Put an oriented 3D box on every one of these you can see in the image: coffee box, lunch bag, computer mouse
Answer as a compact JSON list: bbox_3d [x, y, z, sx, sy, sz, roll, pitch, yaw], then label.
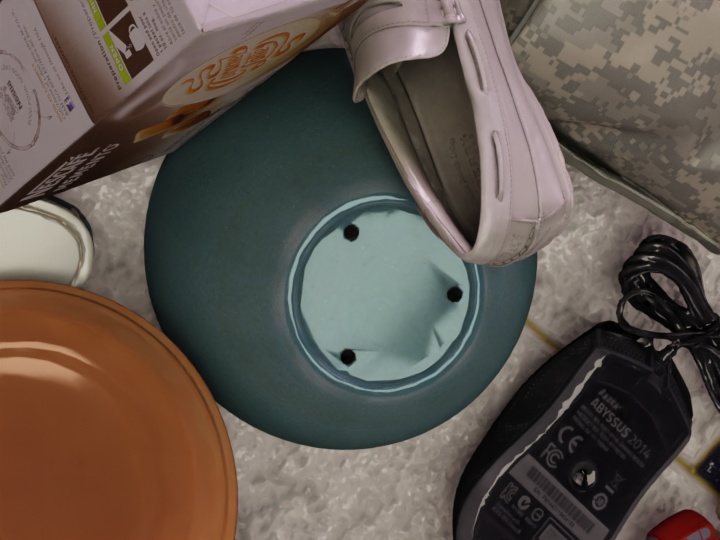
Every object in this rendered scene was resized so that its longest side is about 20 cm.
[{"bbox_3d":[-0.089,-0.106,0.735,0.114,0.199,0.080,-23,86,-40],"label":"coffee box"},{"bbox_3d":[0.146,-0.116,0.820,0.199,0.139,0.169,28,88,-19],"label":"lunch bag"},{"bbox_3d":[0.121,0.089,0.905,0.200,0.053,0.139,-45,113,-7],"label":"computer mouse"}]

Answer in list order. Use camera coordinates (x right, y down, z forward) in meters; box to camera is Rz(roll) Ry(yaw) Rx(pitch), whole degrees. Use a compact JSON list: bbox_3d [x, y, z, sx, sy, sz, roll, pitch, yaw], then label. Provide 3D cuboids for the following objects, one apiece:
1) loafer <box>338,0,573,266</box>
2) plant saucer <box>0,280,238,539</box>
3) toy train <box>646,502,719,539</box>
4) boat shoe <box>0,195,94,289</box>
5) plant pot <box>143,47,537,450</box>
[{"bbox_3d":[0.026,-0.096,0.739,0.070,0.070,0.201,-34,79,37],"label":"loafer"},{"bbox_3d":[-0.151,0.099,0.761,0.198,0.037,0.202,3,73,-9],"label":"plant saucer"},{"bbox_3d":[0.169,0.151,0.912,0.199,0.034,0.046,-31,111,-17],"label":"toy train"},{"bbox_3d":[-0.221,-0.036,0.815,0.198,0.062,0.076,14,95,-14],"label":"boat shoe"},{"bbox_3d":[0.000,0.000,0.823,0.198,0.135,0.202,-2,101,-10],"label":"plant pot"}]
